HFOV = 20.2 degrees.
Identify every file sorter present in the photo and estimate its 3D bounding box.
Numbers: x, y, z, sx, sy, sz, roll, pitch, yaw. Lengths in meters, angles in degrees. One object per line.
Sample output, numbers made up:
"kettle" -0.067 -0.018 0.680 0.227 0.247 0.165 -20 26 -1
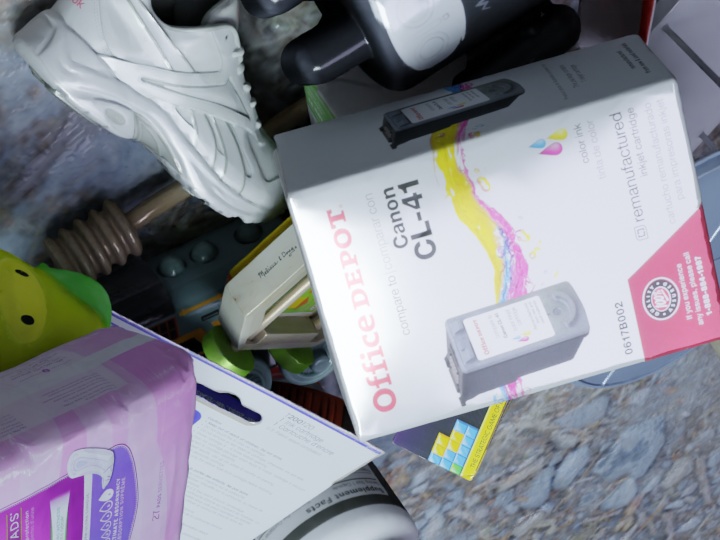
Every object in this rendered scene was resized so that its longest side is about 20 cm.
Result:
"file sorter" 0.225 -0.078 1.333 0.200 0.125 0.138 -48 143 16

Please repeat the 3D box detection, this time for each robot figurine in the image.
"robot figurine" 0.036 -0.173 1.043 0.199 0.125 0.151 -34 138 -7

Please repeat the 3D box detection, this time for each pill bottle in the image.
"pill bottle" -0.032 0.164 1.313 0.113 0.200 0.114 -23 143 -19

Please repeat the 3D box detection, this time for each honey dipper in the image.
"honey dipper" -0.088 -0.054 1.159 0.199 0.038 0.038 -33 145 -11

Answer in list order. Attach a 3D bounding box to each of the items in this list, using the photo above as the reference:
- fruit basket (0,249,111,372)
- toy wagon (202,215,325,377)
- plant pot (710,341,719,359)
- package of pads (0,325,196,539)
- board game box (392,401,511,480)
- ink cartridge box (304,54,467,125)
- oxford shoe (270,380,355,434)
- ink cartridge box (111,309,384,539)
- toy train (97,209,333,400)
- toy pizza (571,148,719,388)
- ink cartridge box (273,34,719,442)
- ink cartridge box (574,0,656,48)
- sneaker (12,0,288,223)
"fruit basket" -0.229 0.036 0.990 0.215 0.216 0.156 -36 145 -2
"toy wagon" 0.000 0.000 1.155 0.155 0.040 0.200 -41 163 22
"plant pot" 0.327 0.023 1.485 0.199 0.184 0.201 -23 142 -19
"package of pads" -0.163 0.111 0.932 0.199 0.075 0.122 -25 127 -48
"board game box" 0.094 0.003 1.197 0.166 0.056 0.200 -68 173 28
"ink cartridge box" 0.035 -0.082 1.181 0.117 0.068 0.200 -33 163 -8
"oxford shoe" -0.090 0.119 1.265 0.198 0.071 0.073 -5 122 11
"ink cartridge box" -0.121 0.096 1.155 0.197 0.044 0.200 30 132 -30
"toy train" -0.092 0.030 1.218 0.199 0.085 0.115 -24 134 -19
"toy pizza" 0.192 -0.007 1.247 0.199 0.032 0.201 -27 147 -20
"ink cartridge box" 0.070 -0.016 1.018 0.198 0.086 0.149 -17 113 -2
"ink cartridge box" 0.144 -0.194 1.097 0.043 0.174 0.201 8 139 6
"sneaker" -0.084 -0.098 1.068 0.100 0.078 0.200 -51 136 4
